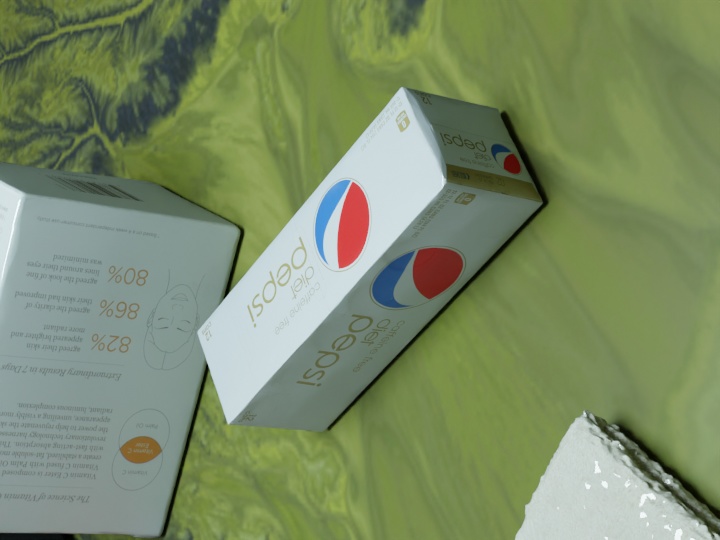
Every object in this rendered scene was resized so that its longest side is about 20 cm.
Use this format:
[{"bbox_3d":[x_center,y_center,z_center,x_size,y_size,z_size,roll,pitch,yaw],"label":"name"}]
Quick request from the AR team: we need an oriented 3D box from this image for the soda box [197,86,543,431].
[{"bbox_3d":[0.000,0.000,0.863,0.200,0.068,0.064,-49,50,34],"label":"soda box"}]

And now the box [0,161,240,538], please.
[{"bbox_3d":[-0.182,0.046,1.010,0.106,0.152,0.201,26,103,48],"label":"box"}]

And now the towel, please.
[{"bbox_3d":[0.127,0.164,0.710,0.200,0.034,0.133,45,116,46],"label":"towel"}]

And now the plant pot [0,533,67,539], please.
[{"bbox_3d":[-0.311,0.209,1.124,0.200,0.199,0.178,-58,32,27],"label":"plant pot"}]
